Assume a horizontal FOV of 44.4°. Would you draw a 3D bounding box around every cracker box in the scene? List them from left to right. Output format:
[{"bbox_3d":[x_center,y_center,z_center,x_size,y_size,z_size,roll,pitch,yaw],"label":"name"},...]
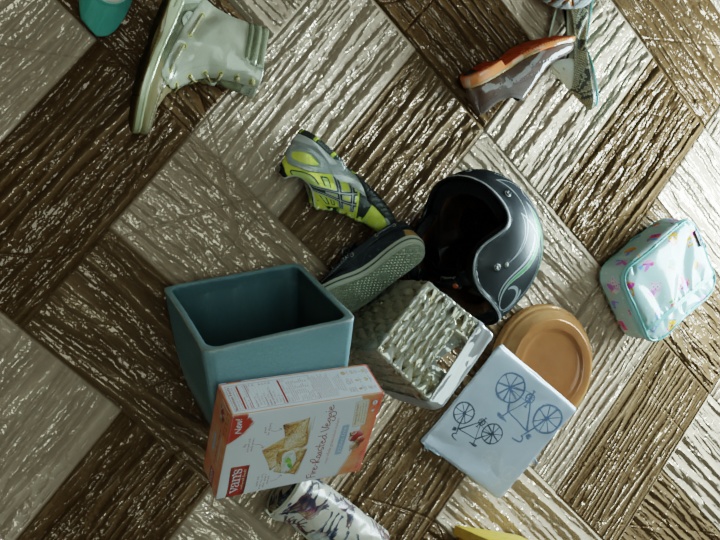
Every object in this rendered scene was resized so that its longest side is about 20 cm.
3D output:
[{"bbox_3d":[-0.081,0.192,1.062,0.197,0.058,0.136,-4,127,-28],"label":"cracker box"}]

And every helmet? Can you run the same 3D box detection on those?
[{"bbox_3d":[0.172,-0.041,1.277,0.199,0.199,0.193,36,69,-22],"label":"helmet"}]

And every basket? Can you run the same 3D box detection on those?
[{"bbox_3d":[0.066,0.095,1.231,0.123,0.199,0.136,43,76,-15],"label":"basket"}]

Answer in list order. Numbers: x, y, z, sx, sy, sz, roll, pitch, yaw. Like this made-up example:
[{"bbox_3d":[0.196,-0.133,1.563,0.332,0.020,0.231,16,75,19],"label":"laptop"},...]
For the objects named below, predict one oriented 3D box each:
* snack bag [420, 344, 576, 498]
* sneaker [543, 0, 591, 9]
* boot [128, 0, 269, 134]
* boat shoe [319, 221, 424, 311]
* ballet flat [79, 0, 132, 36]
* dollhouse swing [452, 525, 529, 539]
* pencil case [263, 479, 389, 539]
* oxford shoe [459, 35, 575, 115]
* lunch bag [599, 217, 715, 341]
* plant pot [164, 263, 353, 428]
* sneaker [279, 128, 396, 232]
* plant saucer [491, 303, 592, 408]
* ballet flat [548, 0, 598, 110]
[{"bbox_3d":[0.217,0.242,1.379,0.188,0.021,0.201,37,95,-21],"label":"snack bag"},{"bbox_3d":[0.282,-0.481,1.354,0.199,0.078,0.078,36,67,-9],"label":"sneaker"},{"bbox_3d":[-0.209,-0.253,1.155,0.153,0.072,0.203,21,84,-27],"label":"boot"},{"bbox_3d":[0.000,0.000,1.246,0.198,0.063,0.075,-34,138,13],"label":"boat shoe"},{"bbox_3d":[-0.299,-0.394,1.104,0.067,0.070,0.203,22,84,-24],"label":"ballet flat"},{"bbox_3d":[0.227,0.523,1.338,0.179,0.175,0.204,16,87,-24],"label":"dollhouse swing"},{"bbox_3d":[-0.047,0.361,1.256,0.200,0.077,0.090,42,61,-21],"label":"pencil case"},{"bbox_3d":[0.249,-0.305,1.364,0.197,0.071,0.074,-26,108,-8],"label":"oxford shoe"},{"bbox_3d":[0.511,0.015,1.495,0.199,0.077,0.162,-34,106,-19],"label":"lunch bag"},{"bbox_3d":[-0.130,0.132,1.148,0.193,0.196,0.204,-11,115,-23],"label":"plant pot"},{"bbox_3d":[-0.031,-0.109,1.251,0.199,0.075,0.077,41,91,-14],"label":"sneaker"},{"bbox_3d":[0.300,0.157,1.428,0.197,0.037,0.204,-1,93,-24],"label":"plant saucer"},{"bbox_3d":[0.336,-0.356,1.410,0.074,0.068,0.204,-2,88,-3],"label":"ballet flat"}]
